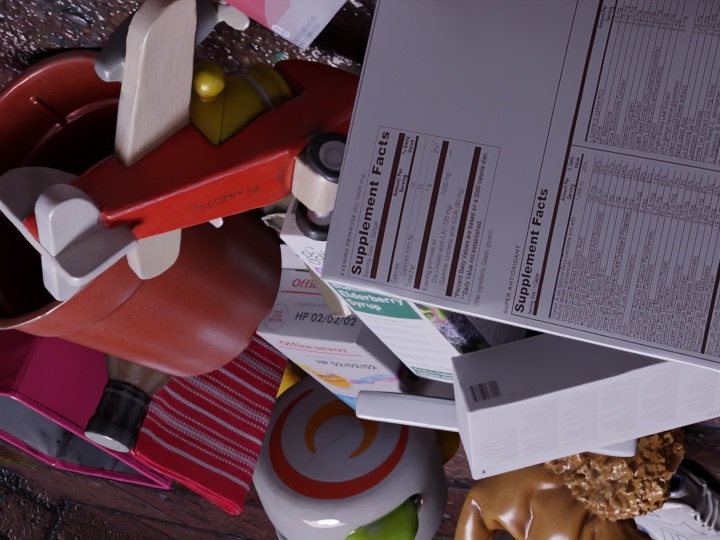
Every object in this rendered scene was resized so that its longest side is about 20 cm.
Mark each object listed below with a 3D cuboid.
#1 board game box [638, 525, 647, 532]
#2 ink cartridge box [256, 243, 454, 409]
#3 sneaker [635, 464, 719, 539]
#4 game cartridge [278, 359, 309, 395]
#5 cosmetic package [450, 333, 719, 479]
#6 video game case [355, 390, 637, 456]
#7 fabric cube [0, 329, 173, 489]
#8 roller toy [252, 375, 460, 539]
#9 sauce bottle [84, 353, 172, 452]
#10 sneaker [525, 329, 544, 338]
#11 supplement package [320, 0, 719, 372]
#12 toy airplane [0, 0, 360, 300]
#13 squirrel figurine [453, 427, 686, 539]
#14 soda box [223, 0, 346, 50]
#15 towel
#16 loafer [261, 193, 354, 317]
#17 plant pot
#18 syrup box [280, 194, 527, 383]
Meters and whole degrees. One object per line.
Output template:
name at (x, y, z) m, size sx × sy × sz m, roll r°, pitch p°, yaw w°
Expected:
board game box at (0.343, 0.307, 1.455) m, size 0.150 × 0.037 × 0.200 m, roll 26°, pitch 158°, yaw -10°
ink cartridge box at (-0.006, 0.055, 1.143) m, size 0.114 × 0.068 × 0.200 m, roll 3°, pitch 152°, yaw 39°
sneaker at (0.299, 0.223, 1.251) m, size 0.199 × 0.075 × 0.087 m, roll 26°, pitch 154°, yaw -12°
game cartridge at (-0.080, 0.127, 1.456) m, size 0.176 × 0.033 × 0.199 m, roll 37°, pitch 157°, yaw -34°
cosmetic package at (0.161, 0.073, 0.882) m, size 0.198 × 0.051 × 0.083 m, roll -14°, pitch 138°, yaw -4°
video game case at (0.109, 0.115, 1.016) m, size 0.198 × 0.024 × 0.182 m, roll 7°, pitch 175°, yaw 11°
fabric cube at (-0.256, 0.062, 1.228) m, size 0.199 × 0.201 × 0.196 m, roll 1°, pitch 150°, yaw 44°
roller toy at (-0.008, 0.199, 1.312) m, size 0.180 × 0.201 × 0.140 m, roll 7°, pitch 141°, yaw 20°
sauce bottle at (-0.173, 0.052, 1.117) m, size 0.064 × 0.202 × 0.065 m, roll 17°, pitch 161°, yaw 6°
sneaker at (0.138, 0.069, 1.018) m, size 0.070 × 0.079 × 0.200 m, roll 25°, pitch 159°, yaw -8°
supplement package at (0.120, -0.041, 0.592) m, size 0.198 × 0.149 × 0.191 m, roll 13°, pitch -179°, yaw 22°
toy airplane at (-0.110, -0.071, 0.748) m, size 0.199 × 0.142 × 0.198 m, roll -35°, pitch 155°, yaw 24°
squirrel figurine at (0.201, 0.204, 1.133) m, size 0.140 × 0.202 × 0.186 m, roll -10°, pitch -145°, yaw -35°
soda box at (-0.007, -0.173, 0.583) m, size 0.063 × 0.071 × 0.200 m, roll 29°, pitch 159°, yaw -12°
towel at (-0.127, 0.099, 1.189) m, size 0.022 × 0.202 × 0.144 m, roll -10°, pitch 143°, yaw 42°
loafer at (0.000, 0.000, 1.000) m, size 0.199 × 0.070 × 0.075 m, roll 36°, pitch 155°, yaw -33°
plant pot at (-0.169, -0.022, 0.970) m, size 0.199 × 0.203 × 0.195 m, roll 7°, pitch 163°, yaw 35°
syrup box at (0.037, -0.003, 0.875) m, size 0.078 × 0.082 × 0.200 m, roll 5°, pitch 154°, yaw 34°
